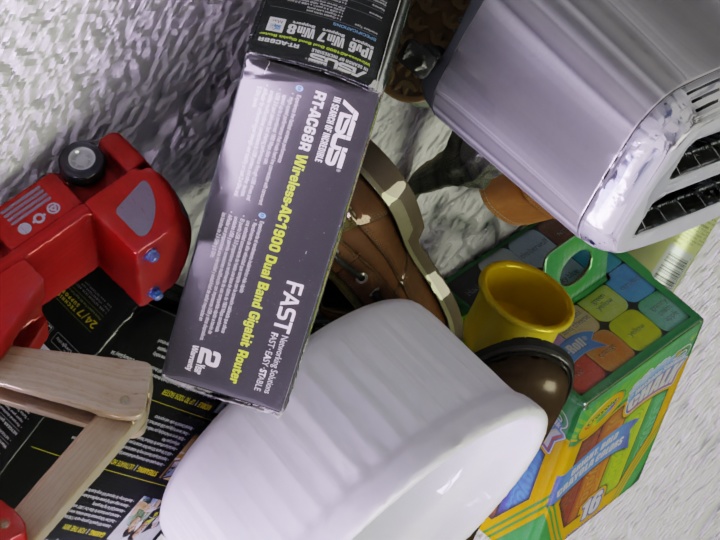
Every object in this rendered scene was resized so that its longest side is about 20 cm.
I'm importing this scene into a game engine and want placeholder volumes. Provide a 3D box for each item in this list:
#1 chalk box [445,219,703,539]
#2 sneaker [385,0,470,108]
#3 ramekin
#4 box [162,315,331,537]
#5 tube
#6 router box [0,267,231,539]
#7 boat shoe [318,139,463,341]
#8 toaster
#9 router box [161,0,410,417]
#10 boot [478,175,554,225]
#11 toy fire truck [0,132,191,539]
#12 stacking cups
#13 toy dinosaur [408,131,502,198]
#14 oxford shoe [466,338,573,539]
[{"bbox_3d":[0.118,0.056,1.662,0.125,0.124,0.201,-32,151,-37],"label":"chalk box"},{"bbox_3d":[0.084,-0.163,1.353,0.200,0.067,0.090,-51,163,7],"label":"sneaker"},{"bbox_3d":[-0.008,0.107,1.393,0.200,0.098,0.201,-38,163,-14],"label":"ramekin"},{"bbox_3d":[-0.030,0.090,1.554,0.137,0.040,0.200,-56,157,16],"label":"box"},{"bbox_3d":[0.227,-0.064,1.782,0.201,0.052,0.058,-57,-163,9],"label":"tube"},{"bbox_3d":[-0.127,0.074,1.338,0.149,0.051,0.200,-50,157,5],"label":"router box"},{"bbox_3d":[0.000,0.000,1.447,0.068,0.072,0.200,-40,147,-9],"label":"boat shoe"},{"bbox_3d":[0.124,-0.090,1.285,0.200,0.129,0.114,-19,146,-49],"label":"toaster"},{"bbox_3d":[-0.028,-0.058,1.219,0.150,0.062,0.201,-75,-178,-49],"label":"router box"},{"bbox_3d":[0.135,-0.071,1.503,0.154,0.077,0.200,-12,175,21],"label":"boot"},{"bbox_3d":[-0.137,0.041,1.154,0.200,0.141,0.049,-35,154,-22],"label":"toy fire truck"},{"bbox_3d":[0.060,0.090,1.587,0.060,0.060,0.201,-21,144,-48],"label":"stacking cups"},{"bbox_3d":[0.065,-0.074,1.442,0.200,0.047,0.089,-31,-144,65],"label":"toy dinosaur"},{"bbox_3d":[0.056,0.119,1.519,0.200,0.072,0.085,-53,-157,32],"label":"oxford shoe"}]
